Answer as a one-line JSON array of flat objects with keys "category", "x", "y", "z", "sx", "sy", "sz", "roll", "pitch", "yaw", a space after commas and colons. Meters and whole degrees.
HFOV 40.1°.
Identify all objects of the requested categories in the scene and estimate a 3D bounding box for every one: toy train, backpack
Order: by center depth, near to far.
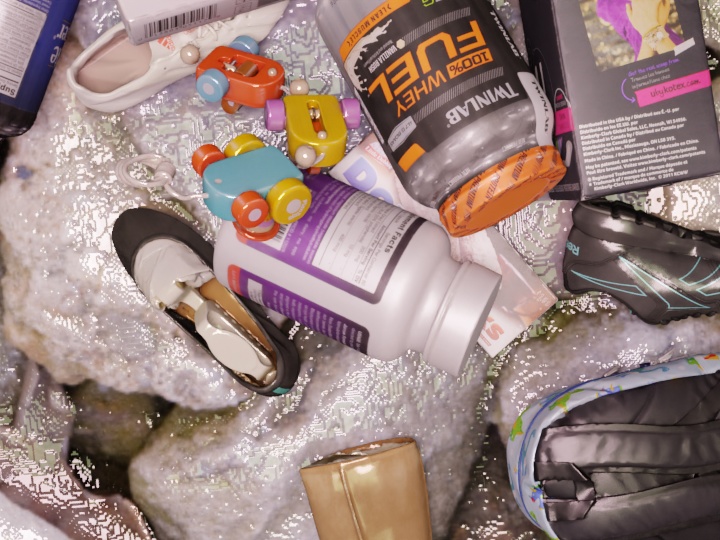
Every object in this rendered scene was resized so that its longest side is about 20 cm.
[{"category": "toy train", "x": -0.084, "y": -0.090, "z": 0.700, "sx": 0.149, "sy": 0.201, "sz": 0.056, "roll": 15, "pitch": 133, "yaw": 8}, {"category": "backpack", "x": 0.213, "y": 0.147, "z": 0.754, "sx": 0.199, "sy": 0.154, "sz": 0.164, "roll": -11, "pitch": 96, "yaw": -18}]

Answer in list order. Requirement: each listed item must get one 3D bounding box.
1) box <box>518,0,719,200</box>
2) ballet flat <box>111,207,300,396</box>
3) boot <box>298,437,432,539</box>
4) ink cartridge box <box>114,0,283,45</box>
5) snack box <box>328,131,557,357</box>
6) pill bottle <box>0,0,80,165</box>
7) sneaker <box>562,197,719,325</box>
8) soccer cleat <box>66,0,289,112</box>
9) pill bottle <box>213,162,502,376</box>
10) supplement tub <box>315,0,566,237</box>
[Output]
[{"category": "box", "x": 0.185, "y": -0.158, "z": 0.733, "sx": 0.105, "sy": 0.122, "sz": 0.202, "roll": -9, "pitch": 93, "yaw": 0}, {"category": "ballet flat", "x": -0.125, "y": 0.023, "z": 0.787, "sx": 0.200, "sy": 0.068, "sz": 0.068, "roll": 42, "pitch": 99, "yaw": 0}, {"category": "boot", "x": -0.018, "y": 0.253, "z": 0.804, "sx": 0.174, "sy": 0.066, "sz": 0.202, "roll": -14, "pitch": 94, "yaw": -9}, {"category": "ink cartridge box", "x": -0.131, "y": -0.285, "z": 0.739, "sx": 0.162, "sy": 0.057, "sz": 0.201, "roll": -21, "pitch": 86, "yaw": -14}, {"category": "snack box", "x": 0.067, "y": -0.028, "z": 0.797, "sx": 0.072, "sy": 0.024, "sz": 0.200, "roll": -42, "pitch": 91, "yaw": 7}, {"category": "pill bottle", "x": -0.292, "y": -0.173, "z": 0.761, "sx": 0.111, "sy": 0.112, "sz": 0.201, "roll": 23, "pitch": 95, "yaw": 1}, {"category": "sneaker", "x": 0.255, "y": 0.005, "z": 0.776, "sx": 0.199, "sy": 0.075, "sz": 0.080, "roll": 18, "pitch": 108, "yaw": 8}, {"category": "soccer cleat", "x": -0.138, "y": -0.185, "z": 0.770, "sx": 0.199, "sy": 0.078, "sz": 0.070, "roll": -32, "pitch": 92, "yaw": 4}, {"category": "pill bottle", "x": 0.000, "y": 0.000, "z": 0.743, "sx": 0.199, "sy": 0.111, "sz": 0.112, "roll": 25, "pitch": 95, "yaw": 12}, {"category": "supplement tub", "x": 0.060, "y": -0.133, "z": 0.722, "sx": 0.122, "sy": 0.123, "sz": 0.201, "roll": -30, "pitch": 78, "yaw": 4}]
